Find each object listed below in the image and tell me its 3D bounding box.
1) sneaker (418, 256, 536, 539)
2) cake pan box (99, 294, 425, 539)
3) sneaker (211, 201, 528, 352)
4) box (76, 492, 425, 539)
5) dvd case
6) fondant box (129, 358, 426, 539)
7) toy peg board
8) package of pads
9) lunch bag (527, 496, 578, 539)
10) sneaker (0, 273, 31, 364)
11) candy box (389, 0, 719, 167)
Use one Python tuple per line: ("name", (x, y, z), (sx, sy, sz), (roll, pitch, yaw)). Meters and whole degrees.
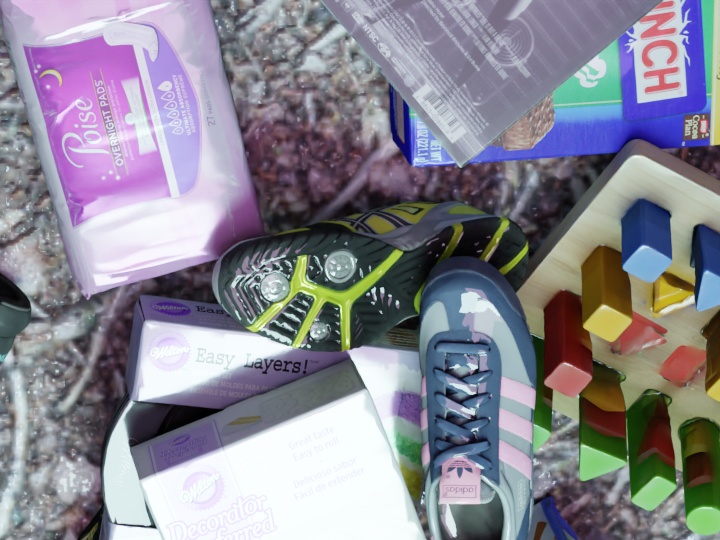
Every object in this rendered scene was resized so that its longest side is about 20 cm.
("sneaker", (0.067, 0.094, 1.323), (0.070, 0.082, 0.201), (-3, 110, 16))
("cake pan box", (-0.059, 0.117, 1.382), (0.199, 0.052, 0.185), (8, 103, -13))
("sneaker", (0.000, 0.000, 1.360), (0.199, 0.076, 0.076), (-5, 108, -27))
("box", (-0.079, 0.170, 1.448), (0.159, 0.046, 0.200), (35, 100, -17))
("dvd case", (0.087, -0.177, 1.288), (0.200, 0.016, 0.149), (-39, 106, 6))
("fondant box", (-0.034, 0.172, 1.348), (0.144, 0.058, 0.200), (-22, 109, -3))
("toy peg board", (0.194, 0.057, 1.385), (0.200, 0.098, 0.199), (26, 127, -16))
("package of pads", (-0.134, -0.091, 1.334), (0.120, 0.076, 0.201), (-16, 111, -6))
("lunch bag", (0.100, 0.265, 1.427), (0.170, 0.200, 0.124), (-36, 110, 4))
("sneaker", (-0.299, 0.015, 1.348), (0.200, 0.075, 0.079), (24, 106, -15))
("candy box", (0.119, -0.155, 1.349), (0.199, 0.077, 0.170), (-5, 109, -8))
